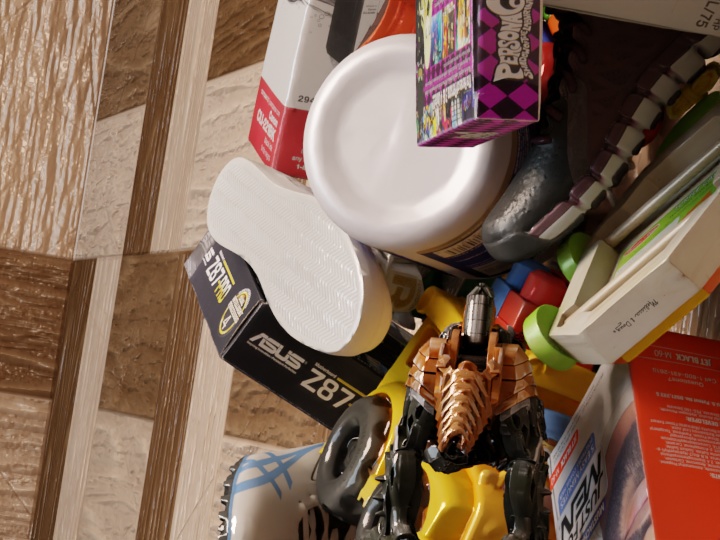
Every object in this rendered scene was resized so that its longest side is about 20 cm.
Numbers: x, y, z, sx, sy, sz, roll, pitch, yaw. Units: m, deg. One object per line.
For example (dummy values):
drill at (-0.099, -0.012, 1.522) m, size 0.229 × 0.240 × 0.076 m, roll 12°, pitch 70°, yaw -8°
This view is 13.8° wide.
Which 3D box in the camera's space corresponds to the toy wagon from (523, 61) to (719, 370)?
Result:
toy wagon at (0.154, -0.035, 1.428) m, size 0.155 × 0.040 × 0.200 m, roll -42°, pitch 11°, yaw 35°

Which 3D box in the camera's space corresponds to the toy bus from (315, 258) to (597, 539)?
toy bus at (0.084, 0.084, 1.585) m, size 0.193 × 0.135 × 0.200 m, roll -61°, pitch 20°, yaw 10°

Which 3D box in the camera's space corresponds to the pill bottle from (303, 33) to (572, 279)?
pill bottle at (0.053, -0.056, 1.633) m, size 0.200 × 0.115 × 0.116 m, roll 21°, pitch -104°, yaw -70°

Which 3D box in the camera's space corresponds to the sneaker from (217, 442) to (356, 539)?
sneaker at (-0.025, 0.135, 1.675) m, size 0.200 × 0.072 × 0.072 m, roll -17°, pitch -72°, yaw -67°

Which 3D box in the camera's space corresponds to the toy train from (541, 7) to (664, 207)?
toy train at (0.145, -0.122, 1.568) m, size 0.116 × 0.084 × 0.200 m, roll -55°, pitch 32°, yaw 23°

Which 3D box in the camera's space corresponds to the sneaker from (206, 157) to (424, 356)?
sneaker at (0.000, 0.000, 1.678) m, size 0.074 × 0.115 × 0.200 m, roll -62°, pitch 31°, yaw 13°

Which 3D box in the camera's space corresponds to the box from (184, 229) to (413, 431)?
box at (-0.005, 0.058, 1.767) m, size 0.049 × 0.200 × 0.161 m, roll -53°, pitch 19°, yaw 8°

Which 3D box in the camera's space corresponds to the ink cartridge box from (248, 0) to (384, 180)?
ink cartridge box at (0.023, -0.156, 1.904) m, size 0.084 × 0.144 × 0.201 m, roll -126°, pitch 46°, yaw -68°

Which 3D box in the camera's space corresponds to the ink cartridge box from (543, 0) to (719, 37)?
ink cartridge box at (0.159, -0.234, 1.413) m, size 0.147 × 0.145 × 0.201 m, roll 114°, pitch 159°, yaw -47°

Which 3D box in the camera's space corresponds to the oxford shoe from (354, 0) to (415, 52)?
oxford shoe at (0.036, -0.131, 1.744) m, size 0.200 × 0.071 × 0.073 m, roll -62°, pitch -5°, yaw 31°

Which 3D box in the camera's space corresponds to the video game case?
video game case at (0.056, -0.154, 1.418) m, size 0.200 × 0.036 × 0.182 m, roll 165°, pitch 106°, yaw -83°

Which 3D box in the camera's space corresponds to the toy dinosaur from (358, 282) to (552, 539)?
toy dinosaur at (0.047, 0.074, 1.417) m, size 0.200 × 0.102 × 0.136 m, roll 1°, pitch -86°, yaw -63°

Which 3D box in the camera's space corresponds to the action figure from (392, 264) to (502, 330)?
action figure at (0.072, -0.058, 1.780) m, size 0.055 × 0.118 × 0.201 m, roll 32°, pitch 104°, yaw 46°

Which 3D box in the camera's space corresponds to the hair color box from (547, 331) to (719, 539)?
hair color box at (0.142, 0.138, 1.411) m, size 0.201 × 0.064 × 0.111 m, roll -96°, pitch 22°, yaw -43°

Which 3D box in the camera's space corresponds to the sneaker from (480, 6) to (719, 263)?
sneaker at (0.100, -0.109, 1.479) m, size 0.200 × 0.115 × 0.076 m, roll -51°, pitch 15°, yaw -9°
